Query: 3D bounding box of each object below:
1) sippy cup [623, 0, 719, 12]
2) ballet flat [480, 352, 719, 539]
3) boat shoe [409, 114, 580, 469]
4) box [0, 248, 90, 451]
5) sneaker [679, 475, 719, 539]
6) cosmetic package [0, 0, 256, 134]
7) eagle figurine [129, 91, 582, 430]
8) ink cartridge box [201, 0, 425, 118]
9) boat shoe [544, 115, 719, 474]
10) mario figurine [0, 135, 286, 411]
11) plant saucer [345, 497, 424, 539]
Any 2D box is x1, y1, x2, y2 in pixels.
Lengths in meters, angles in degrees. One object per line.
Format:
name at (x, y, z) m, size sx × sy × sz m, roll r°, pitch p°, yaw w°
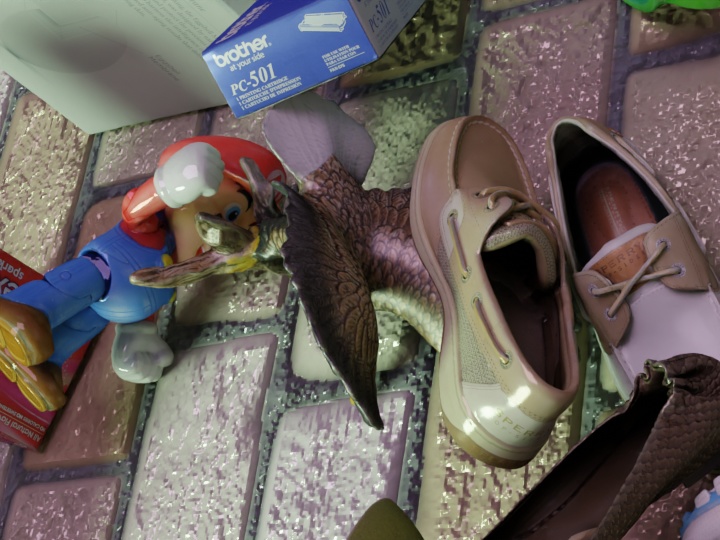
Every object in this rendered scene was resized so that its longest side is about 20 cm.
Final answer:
sippy cup at (0.167, -0.229, 0.905) m, size 0.130 × 0.178 × 0.140 m, roll -37°, pitch 10°, yaw -1°
ballet flat at (0.085, 0.101, 0.703) m, size 0.200 × 0.046 × 0.067 m, roll -40°, pitch 33°, yaw -20°
boat shoe at (0.070, -0.005, 0.808) m, size 0.065 × 0.072 × 0.200 m, roll -52°, pitch 30°, yaw 42°
box at (-0.267, 0.021, 1.025) m, size 0.095 × 0.200 × 0.100 m, roll 9°, pitch 69°, yaw 43°
sneaker at (0.222, 0.111, 0.679) m, size 0.200 × 0.075 × 0.087 m, roll -17°, pitch 59°, yaw 29°
cosmetic package at (-0.150, -0.199, 1.074) m, size 0.200 × 0.199 × 0.123 m, roll -6°, pitch 60°, yaw 35°
eagle figurine at (0.003, 0.006, 0.882) m, size 0.152 × 0.151 × 0.200 m, roll -47°, pitch 32°, yaw -17°
ink cartridge box at (-0.009, -0.156, 0.975) m, size 0.094 × 0.044 × 0.200 m, roll -20°, pitch 19°, yaw 26°
boat shoe at (0.133, 0.008, 0.813) m, size 0.075 × 0.068 × 0.200 m, roll -34°, pitch 48°, yaw 12°
mario figurine at (-0.113, 0.001, 0.981) m, size 0.200 × 0.106 × 0.123 m, roll -41°, pitch 10°, yaw -22°
plant saucer at (-0.002, 0.198, 0.728) m, size 0.031 × 0.200 × 0.200 m, roll 14°, pitch 70°, yaw 14°
